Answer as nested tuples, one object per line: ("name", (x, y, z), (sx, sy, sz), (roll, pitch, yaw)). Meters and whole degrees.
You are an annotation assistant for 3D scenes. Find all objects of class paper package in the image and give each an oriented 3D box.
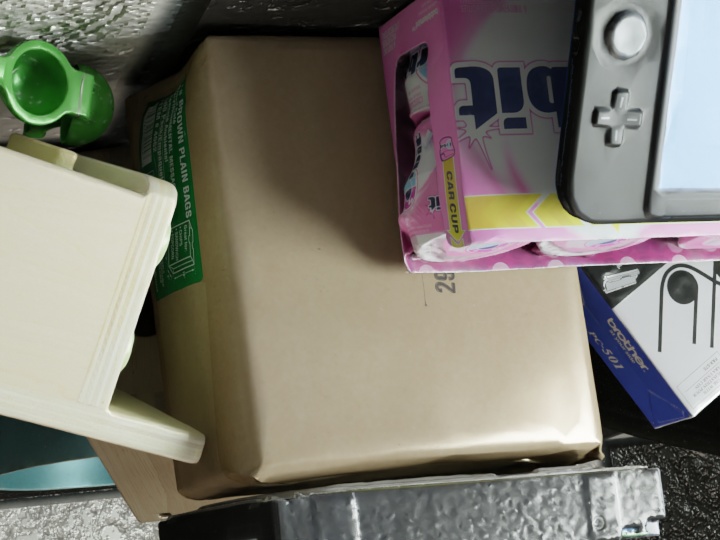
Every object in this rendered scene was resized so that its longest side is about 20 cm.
("paper package", (0.000, 0.000, 1.019), (0.190, 0.201, 0.103), (-2, 169, -29))

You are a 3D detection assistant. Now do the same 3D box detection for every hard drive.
("hard drive", (0.022, 0.118, 1.025), (0.199, 0.038, 0.140), (-1, 171, -26))

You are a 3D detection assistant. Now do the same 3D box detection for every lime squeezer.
("lime squeezer", (-0.148, -0.083, 0.964), (0.070, 0.038, 0.200), (23, 178, 15))

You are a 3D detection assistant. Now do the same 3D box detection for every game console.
("game console", (0.197, -0.093, 0.897), (0.199, 0.171, 0.118), (-2, -165, -26))

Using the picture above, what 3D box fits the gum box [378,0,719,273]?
("gum box", (0.106, -0.063, 0.986), (0.199, 0.114, 0.066), (-2, 169, -25))

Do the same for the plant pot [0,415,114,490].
("plant pot", (-0.160, 0.067, 1.476), (0.199, 0.135, 0.200), (-7, 170, -1))

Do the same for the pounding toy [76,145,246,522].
("pounding toy", (-0.110, 0.022, 1.204), (0.142, 0.201, 0.184), (-7, 156, 2))

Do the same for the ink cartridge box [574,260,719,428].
("ink cartridge box", (0.194, -0.020, 1.088), (0.200, 0.094, 0.044), (-39, -177, -23))

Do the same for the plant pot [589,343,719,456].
("plant pot", (0.191, 0.003, 1.255), (0.177, 0.201, 0.199), (1, 177, 37))

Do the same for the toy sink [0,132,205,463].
("toy sink", (-0.158, -0.005, 0.942), (0.200, 0.112, 0.130), (19, 180, -32))
